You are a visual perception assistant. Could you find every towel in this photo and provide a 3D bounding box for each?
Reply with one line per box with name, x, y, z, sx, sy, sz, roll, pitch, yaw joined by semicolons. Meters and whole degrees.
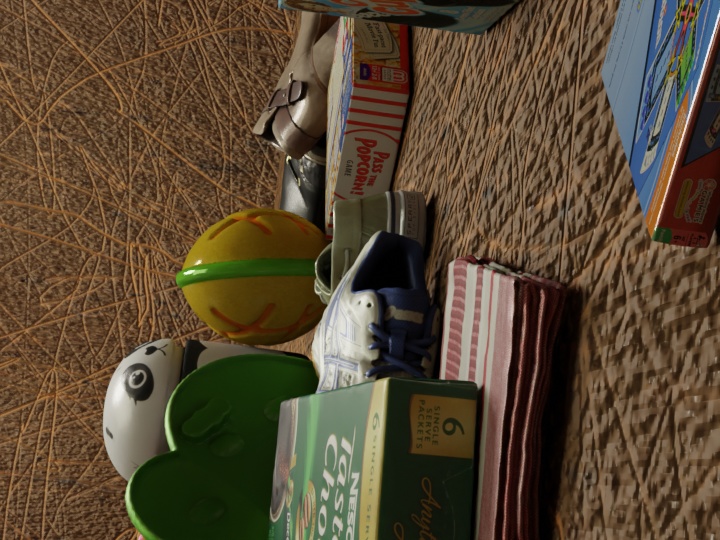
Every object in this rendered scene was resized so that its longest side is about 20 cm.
towel;0.054;0.069;0.689;0.200;0.022;0.146;-139;54;-85

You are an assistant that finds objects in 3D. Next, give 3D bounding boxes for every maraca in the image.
maraca;-0.072;0.007;1.298;0.200;0.135;0.109;17;-108;-75

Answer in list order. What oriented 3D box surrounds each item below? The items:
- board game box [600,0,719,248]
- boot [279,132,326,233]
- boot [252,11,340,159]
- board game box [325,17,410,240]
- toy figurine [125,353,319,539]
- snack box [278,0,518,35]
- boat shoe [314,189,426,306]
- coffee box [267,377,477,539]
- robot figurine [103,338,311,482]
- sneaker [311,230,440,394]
board game box;0.104;-0.118;0.433;0.103;0.019;0.202;-90;9;-57
boot;-0.053;-0.087;1.642;0.200;0.072;0.153;-116;35;-67
boot;-0.054;-0.187;1.550;0.147;0.070;0.200;-56;19;6
board game box;0.003;-0.145;1.281;0.201;0.046;0.153;-90;9;-47
toy figurine;-0.072;0.175;0.919;0.199;0.149;0.186;-32;-34;-52
snack box;0.023;-0.154;0.776;0.200;0.114;0.038;167;110;-84
boat shoe;0.000;0.000;1.073;0.201;0.061;0.073;106;169;-61
coffee box;-0.001;0.114;0.723;0.200;0.043;0.125;159;117;-73
robot figurine;-0.103;0.118;1.268;0.150;0.197;0.127;114;162;-72
sneaker;0.009;0.055;0.886;0.201;0.074;0.089;-99;25;-53
